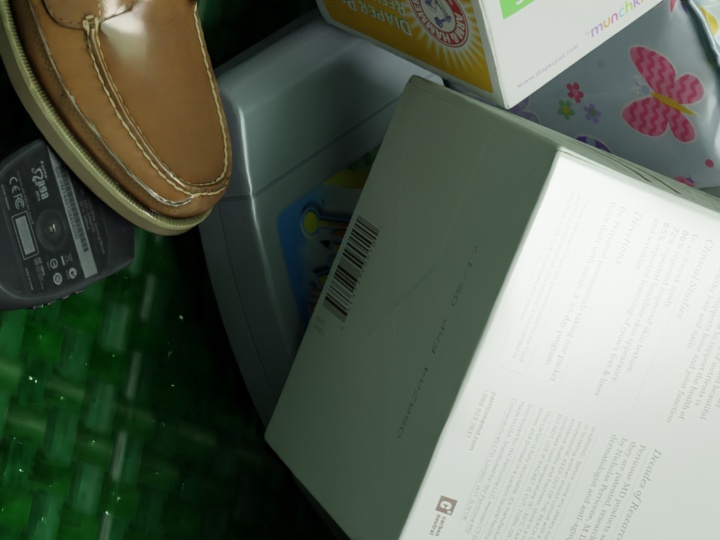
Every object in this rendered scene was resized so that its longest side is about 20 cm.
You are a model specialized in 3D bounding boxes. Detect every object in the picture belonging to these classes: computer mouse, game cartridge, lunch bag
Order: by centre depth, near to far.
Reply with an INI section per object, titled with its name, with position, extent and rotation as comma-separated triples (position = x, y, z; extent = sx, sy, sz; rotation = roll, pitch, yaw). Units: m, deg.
[computer mouse]
position = -0.088, -0.031, 0.879
extent = 0.200, 0.034, 0.059
rotation = -23, 103, -49
[game cartridge]
position = 0.000, 0.000, 0.927
extent = 0.133, 0.040, 0.201
rotation = -35, 115, -39
[lunch bag]
position = 0.146, -0.118, 1.011
extent = 0.200, 0.169, 0.128
rotation = -34, 108, -38

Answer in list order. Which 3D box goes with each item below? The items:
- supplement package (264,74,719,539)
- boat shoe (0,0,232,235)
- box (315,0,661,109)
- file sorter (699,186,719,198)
[supplement package]
position = 0.098, 0.044, 0.839
extent = 0.199, 0.151, 0.153
rotation = 20, 97, -22
[boat shoe]
position = -0.093, -0.112, 0.830
extent = 0.072, 0.068, 0.201
rotation = -28, 91, -53
[box]
position = 0.080, -0.165, 0.872
extent = 0.200, 0.112, 0.102
rotation = -35, 131, -23
[file sorter]
position = 0.189, 0.002, 1.054
extent = 0.200, 0.138, 0.125
rotation = -35, 109, -41
